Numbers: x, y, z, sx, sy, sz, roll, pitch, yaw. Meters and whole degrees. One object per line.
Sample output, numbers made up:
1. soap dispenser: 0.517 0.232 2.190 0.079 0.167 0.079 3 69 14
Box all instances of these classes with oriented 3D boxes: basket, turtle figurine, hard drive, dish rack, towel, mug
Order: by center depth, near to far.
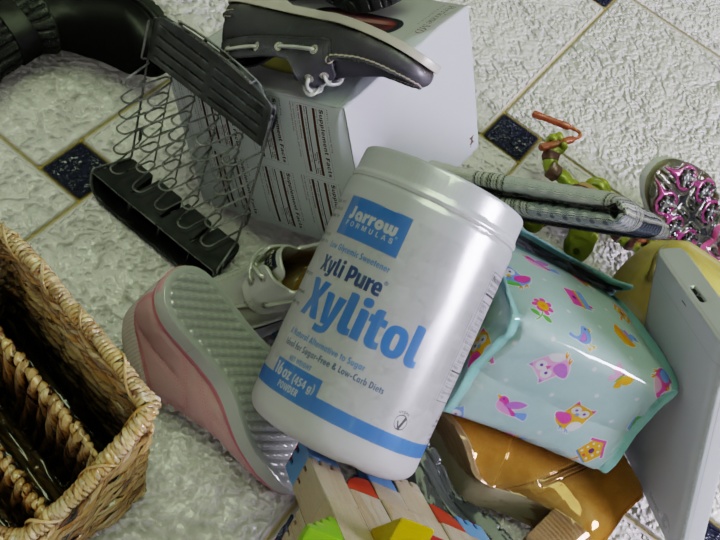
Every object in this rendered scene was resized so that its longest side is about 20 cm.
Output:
1. basket: -0.252 0.095 0.669 0.142 0.150 0.200 -33 70 -33
2. hard drive: 0.252 0.103 0.761 0.026 0.203 0.133 -3 31 -5
3. dish rack: -0.149 -0.102 0.812 0.153 0.201 0.055 36 45 12
4. towel: 0.151 -0.058 0.817 0.197 0.035 0.192 10 3 28
5. mug: 0.306 0.040 0.866 0.148 0.188 0.153 -22 55 -31
6. turtle figurine: 0.217 -0.071 0.979 0.201 0.064 0.161 50 36 7

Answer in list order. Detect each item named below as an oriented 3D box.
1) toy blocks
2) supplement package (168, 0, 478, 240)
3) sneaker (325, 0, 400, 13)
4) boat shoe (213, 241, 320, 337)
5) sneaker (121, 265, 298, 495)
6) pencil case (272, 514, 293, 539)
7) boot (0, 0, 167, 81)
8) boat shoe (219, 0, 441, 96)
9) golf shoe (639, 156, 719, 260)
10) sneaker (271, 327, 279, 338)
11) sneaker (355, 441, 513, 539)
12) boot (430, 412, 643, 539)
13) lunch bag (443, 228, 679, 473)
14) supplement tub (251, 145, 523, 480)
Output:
1. toy blocks: 0.024 0.185 0.642 0.198 0.101 0.137 27 9 -22
2. supplement package: -0.027 -0.147 0.868 0.198 0.149 0.191 19 47 32
3. sneaker: -0.025 -0.287 0.866 0.198 0.077 0.087 17 38 30
4. boat shoe: -0.062 0.007 0.785 0.196 0.070 0.072 -8 49 15
5. sneaker: -0.116 0.095 0.768 0.202 0.104 0.075 56 44 -11
6. pencil case: -0.003 0.267 0.663 0.200 0.091 0.093 45 48 13
7. boot: -0.297 -0.222 0.923 0.209 0.080 0.158 28 45 17
8. boat shoe: -0.029 -0.163 0.740 0.198 0.064 0.072 24 4 28
9. golf shoe: 0.315 -0.061 0.959 0.199 0.073 0.092 33 10 -47
10. sneaker: 0.000 0.000 0.855 0.199 0.082 0.073 -33 71 -32
11. sneaker: 0.036 0.187 0.742 0.090 0.076 0.200 -35 67 -23
12. boot: 0.134 0.147 0.808 0.143 0.071 0.202 -29 71 -38
13. lunch bag: 0.141 0.041 0.789 0.168 0.123 0.201 24 29 -20
14. supplement tub: 0.018 0.030 0.680 0.130 0.132 0.203 24 88 2
